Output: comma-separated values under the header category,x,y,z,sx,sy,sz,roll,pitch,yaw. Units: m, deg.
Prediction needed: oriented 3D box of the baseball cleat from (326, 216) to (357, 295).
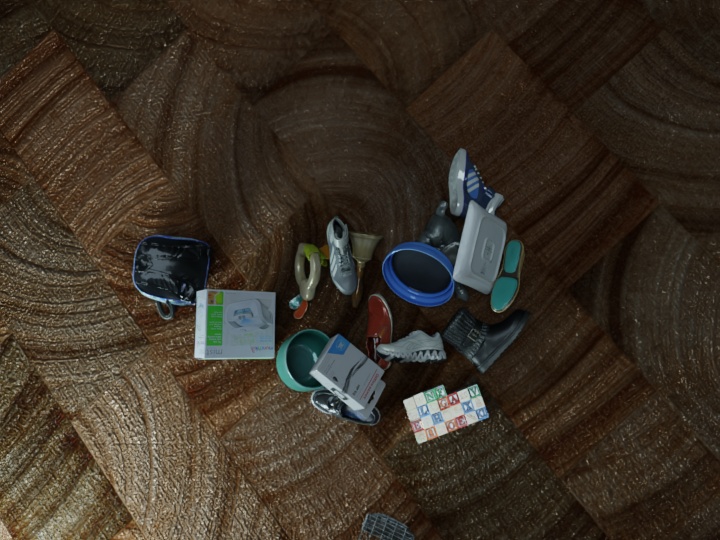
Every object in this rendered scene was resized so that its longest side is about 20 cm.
category,x,y,z,sx,sy,sz,roll,pitch,yaw
baseball cleat,-0.052,-0.039,1.514,0.068,0.107,0.205,-15,82,-9

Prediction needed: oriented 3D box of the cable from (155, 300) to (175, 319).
category,x,y,z,sx,sy,sz,roll,pitch,yaw
cable,-0.597,0.045,1.670,0.095,0.050,0.205,-14,81,2

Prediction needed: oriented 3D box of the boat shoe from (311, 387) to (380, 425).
category,x,y,z,sx,sy,sz,roll,pitch,yaw
boat shoe,-0.043,0.367,1.543,0.196,0.066,0.071,21,86,10

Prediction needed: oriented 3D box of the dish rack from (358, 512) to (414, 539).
category,x,y,z,sx,sy,sz,roll,pitch,yaw
dish rack,0.050,0.737,1.494,0.150,0.055,0.204,21,85,9

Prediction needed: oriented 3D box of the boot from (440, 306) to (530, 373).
category,x,y,z,sx,sy,sz,roll,pitch,yaw
boot,0.325,0.143,1.509,0.158,0.079,0.211,44,91,11

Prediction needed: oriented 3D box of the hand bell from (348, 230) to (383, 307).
category,x,y,z,sx,sy,sz,roll,pitch,yaw
hand bell,0.000,0.000,1.582,0.101,0.104,0.206,8,96,9

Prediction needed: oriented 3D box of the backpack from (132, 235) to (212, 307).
category,x,y,z,sx,sy,sz,roll,pitch,yaw
backpack,-0.522,0.000,1.600,0.195,0.147,0.188,10,83,-18

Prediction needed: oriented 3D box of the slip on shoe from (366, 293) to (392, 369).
category,x,y,z,sx,sy,sz,roll,pitch,yaw
slip on shoe,0.046,0.164,1.548,0.073,0.061,0.206,-7,82,38

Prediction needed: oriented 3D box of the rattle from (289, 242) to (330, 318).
category,x,y,z,sx,sy,sz,roll,pitch,yaw
rattle,-0.118,0.025,1.615,0.128,0.141,0.206,8,101,41

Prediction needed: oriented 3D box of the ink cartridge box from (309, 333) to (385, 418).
category,x,y,z,sx,sy,sz,roll,pitch,yaw
ink cartridge box,-0.019,0.273,1.483,0.199,0.067,0.117,39,61,-9

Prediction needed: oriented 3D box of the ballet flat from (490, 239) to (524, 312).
category,x,y,z,sx,sy,sz,roll,pitch,yaw
ballet flat,0.393,0.022,1.511,0.067,0.063,0.204,12,75,33

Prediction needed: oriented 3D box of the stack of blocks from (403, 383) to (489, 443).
category,x,y,z,sx,sy,sz,roll,pitch,yaw
stack of blocks,0.222,0.358,1.509,0.196,0.059,0.118,-21,80,5

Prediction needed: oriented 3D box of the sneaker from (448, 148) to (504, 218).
category,x,y,z,sx,sy,sz,roll,pitch,yaw
sneaker,0.318,-0.223,1.566,0.143,0.081,0.205,10,68,-12

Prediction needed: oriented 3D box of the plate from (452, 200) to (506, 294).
category,x,y,z,sx,sy,sz,roll,pitch,yaw
plate,0.317,-0.053,1.481,0.032,0.198,0.205,11,84,41

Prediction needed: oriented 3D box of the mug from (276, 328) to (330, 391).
category,x,y,z,sx,sy,sz,roll,pitch,yaw
mug,-0.140,0.256,1.535,0.150,0.114,0.188,-26,89,-31

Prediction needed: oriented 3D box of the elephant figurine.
category,x,y,z,sx,sy,sz,roll,pitch,yaw
elephant figurine,0.247,-0.045,1.525,0.198,0.156,0.143,34,67,6

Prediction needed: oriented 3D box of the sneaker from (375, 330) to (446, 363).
category,x,y,z,sx,sy,sz,roll,pitch,yaw
sneaker,0.130,0.199,1.518,0.195,0.075,0.083,4,73,-21

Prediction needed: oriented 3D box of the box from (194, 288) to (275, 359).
category,x,y,z,sx,sy,sz,roll,pitch,yaw
box,-0.335,0.146,1.550,0.196,0.096,0.182,5,81,-32

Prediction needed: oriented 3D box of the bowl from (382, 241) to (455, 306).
category,x,y,z,sx,sy,sz,roll,pitch,yaw
bowl,0.154,0.009,1.505,0.196,0.203,0.040,20,49,11
